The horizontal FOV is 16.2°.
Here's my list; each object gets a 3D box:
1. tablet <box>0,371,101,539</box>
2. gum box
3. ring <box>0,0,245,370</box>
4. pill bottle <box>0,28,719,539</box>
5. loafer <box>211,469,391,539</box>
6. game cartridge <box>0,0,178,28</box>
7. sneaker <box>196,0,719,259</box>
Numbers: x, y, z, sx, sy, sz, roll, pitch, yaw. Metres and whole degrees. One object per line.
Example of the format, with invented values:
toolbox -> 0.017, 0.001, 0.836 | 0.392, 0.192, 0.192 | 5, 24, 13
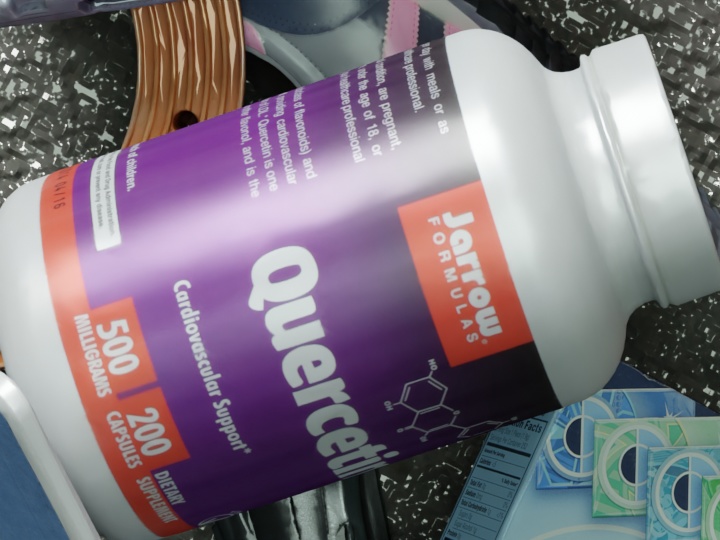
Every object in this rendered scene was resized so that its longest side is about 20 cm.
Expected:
tablet -> -0.097, 0.099, 0.759 | 0.014, 0.130, 0.201 | -39, 123, -27
gum box -> 0.088, 0.146, 0.803 | 0.169, 0.044, 0.201 | 27, 84, -22
ring -> -0.132, -0.067, 0.808 | 0.199, 0.019, 0.202 | 1, 98, 9
pill bottle -> 0.000, 0.000, 0.735 | 0.199, 0.112, 0.113 | -19, 95, 7
loafer -> 0.002, 0.113, 0.820 | 0.070, 0.068, 0.202 | -19, 92, 8
game cartridge -> -0.033, -0.153, 0.759 | 0.198, 0.041, 0.134 | -8, 90, 2
sneaker -> 0.030, -0.046, 0.818 | 0.200, 0.070, 0.082 | 40, 107, -1
